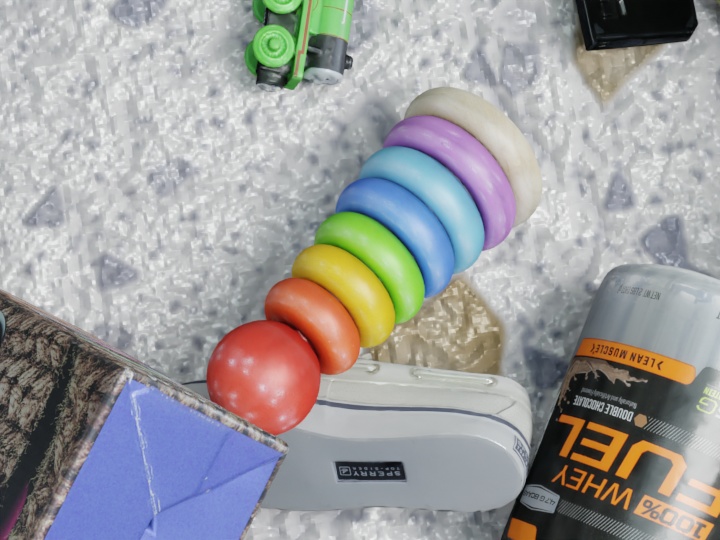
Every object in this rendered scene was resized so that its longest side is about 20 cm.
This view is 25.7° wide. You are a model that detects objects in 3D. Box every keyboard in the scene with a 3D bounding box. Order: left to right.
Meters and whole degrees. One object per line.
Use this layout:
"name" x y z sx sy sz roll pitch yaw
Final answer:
"keyboard" 0.117 -0.216 0.862 0.103 0.040 0.202 -7 82 -27

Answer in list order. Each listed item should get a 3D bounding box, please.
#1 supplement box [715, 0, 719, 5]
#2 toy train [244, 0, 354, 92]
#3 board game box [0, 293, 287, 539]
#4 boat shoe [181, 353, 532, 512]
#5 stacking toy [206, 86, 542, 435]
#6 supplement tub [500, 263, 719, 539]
"supplement box" 0.272 -0.169 0.743 0.134 0.200 0.200 -32 67 -10
"toy train" -0.021 -0.191 0.844 0.056 0.042 0.202 9 83 -12
"board game box" -0.154 0.104 0.709 0.097 0.199 0.160 32 82 -40
"boat shoe" -0.010 0.074 0.801 0.198 0.070 0.071 0 127 16
"stacking toy" 0.000 0.000 0.770 0.085 0.085 0.200 44 64 3
"supplement tub" 0.143 0.108 0.773 0.122 0.123 0.201 22 83 0
